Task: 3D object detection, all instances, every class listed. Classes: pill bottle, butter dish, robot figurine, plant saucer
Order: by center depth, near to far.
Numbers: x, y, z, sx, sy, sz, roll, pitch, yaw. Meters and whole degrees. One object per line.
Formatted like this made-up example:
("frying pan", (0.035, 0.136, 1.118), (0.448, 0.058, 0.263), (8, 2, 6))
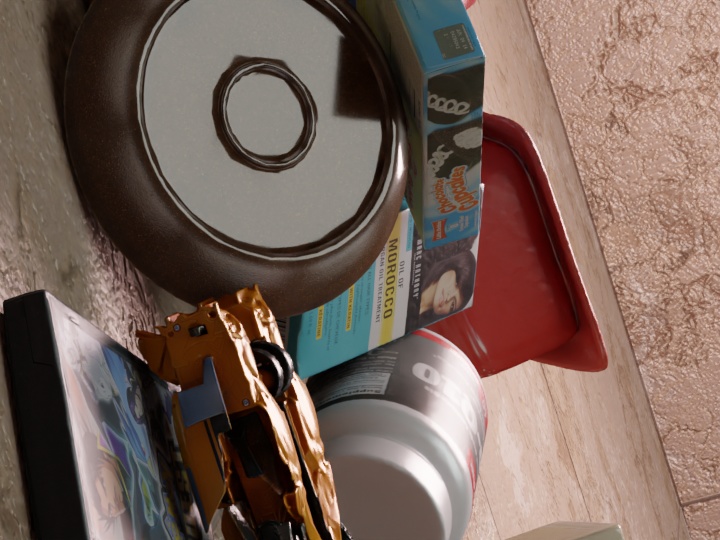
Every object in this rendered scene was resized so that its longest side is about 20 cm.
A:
("robot figurine", (-0.045, 0.110, 1.250), (0.145, 0.058, 0.200), (-24, 97, -79))
("plant saucer", (-0.054, -0.076, 1.323), (0.200, 0.032, 0.200), (7, 76, -30))
("pill bottle", (0.011, 0.113, 1.491), (0.200, 0.114, 0.114), (-71, 143, -71))
("butter dish", (0.041, 0.000, 1.754), (0.199, 0.148, 0.200), (13, -50, 51))

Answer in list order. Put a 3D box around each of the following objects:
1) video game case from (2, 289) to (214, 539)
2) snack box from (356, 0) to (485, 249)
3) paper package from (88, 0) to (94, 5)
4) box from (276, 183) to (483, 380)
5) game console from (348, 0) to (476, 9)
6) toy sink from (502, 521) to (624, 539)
("video game case", (-0.100, 0.126, 1.166), (0.181, 0.025, 0.200), (45, 31, -67))
("snack box", (0.032, -0.107, 1.428), (0.200, 0.037, 0.116), (87, -16, -64))
("paper package", (-0.074, -0.135, 1.457), (0.191, 0.103, 0.200), (0, 73, -78))
("box", (0.000, 0.000, 1.517), (0.200, 0.049, 0.082), (-21, 120, -56))
("game console", (-0.019, -0.186, 1.569), (0.177, 0.031, 0.200), (51, -35, 8))
("toy sink", (0.062, 0.237, 1.517), (0.112, 0.200, 0.130), (166, -94, -72))
